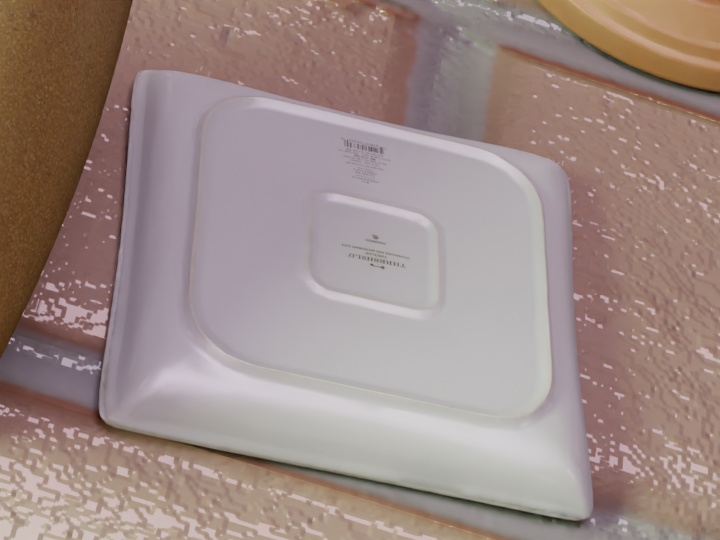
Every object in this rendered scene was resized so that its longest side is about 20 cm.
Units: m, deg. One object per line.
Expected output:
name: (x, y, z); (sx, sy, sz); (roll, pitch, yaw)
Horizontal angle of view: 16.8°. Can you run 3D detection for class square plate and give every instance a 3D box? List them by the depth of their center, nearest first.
square plate: (0.000, 0.000, 0.993); (0.200, 0.028, 0.198); (13, 46, -13)

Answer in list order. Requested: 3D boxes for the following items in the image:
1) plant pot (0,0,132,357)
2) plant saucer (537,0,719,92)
plant pot: (-0.173, -0.054, 0.885); (0.186, 0.186, 0.200); (8, 62, -16)
plant saucer: (0.163, -0.170, 1.214); (0.200, 0.037, 0.200); (12, 46, -12)
